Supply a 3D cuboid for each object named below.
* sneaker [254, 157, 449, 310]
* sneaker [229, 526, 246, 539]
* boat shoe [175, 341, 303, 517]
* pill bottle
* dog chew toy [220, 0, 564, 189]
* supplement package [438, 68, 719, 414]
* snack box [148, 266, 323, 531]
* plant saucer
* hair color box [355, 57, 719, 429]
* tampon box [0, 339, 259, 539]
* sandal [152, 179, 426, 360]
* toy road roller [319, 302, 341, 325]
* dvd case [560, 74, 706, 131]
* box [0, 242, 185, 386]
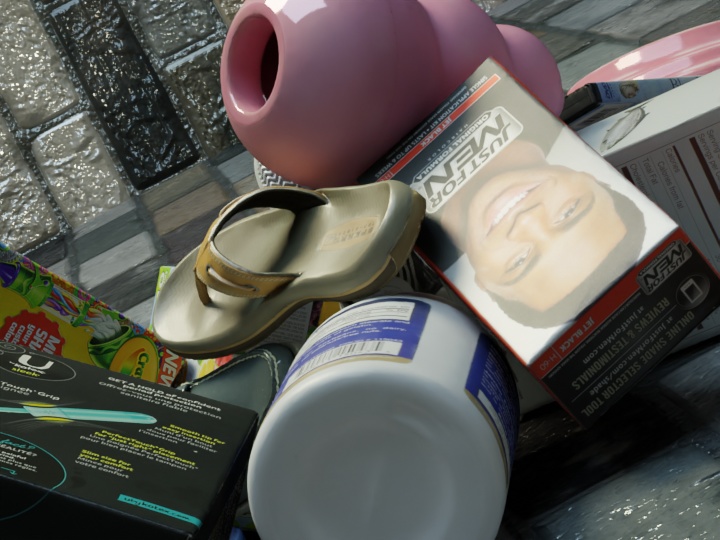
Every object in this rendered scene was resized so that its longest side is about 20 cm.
[{"bbox_3d":[0.000,0.000,1.573,0.075,0.200,0.115,-42,8,-16],"label":"sneaker"},{"bbox_3d":[-0.157,0.168,1.418,0.200,0.088,0.075,-27,7,-8],"label":"sneaker"},{"bbox_3d":[-0.098,0.101,1.453,0.062,0.073,0.200,12,-39,-38],"label":"boat shoe"},{"bbox_3d":[0.017,0.077,1.321,0.119,0.120,0.200,-25,9,12],"label":"pill bottle"},{"bbox_3d":[0.026,-0.102,1.482,0.200,0.125,0.124,4,-10,-33],"label":"dog chew toy"},{"bbox_3d":[0.154,-0.022,1.481,0.200,0.118,0.117,-24,9,20],"label":"supplement package"},{"bbox_3d":[-0.084,0.072,1.585,0.053,0.143,0.200,13,-3,-18],"label":"snack box"},{"bbox_3d":[0.221,-0.125,1.880,0.200,0.051,0.201,-18,-9,-3],"label":"plant saucer"},{"bbox_3d":[0.088,-0.018,1.359,0.101,0.061,0.200,-43,39,0],"label":"hair color box"},{"bbox_3d":[-0.145,0.130,1.284,0.149,0.127,0.200,16,14,3],"label":"tampon box"},{"bbox_3d":[-0.047,-0.010,1.401,0.200,0.054,0.081,-19,48,48],"label":"sandal"},{"bbox_3d":[0.006,0.031,1.703,0.200,0.146,0.123,-66,16,-5],"label":"toy road roller"},{"bbox_3d":[0.173,-0.092,1.765,0.200,0.018,0.143,-7,-15,-41],"label":"dvd case"},{"bbox_3d":[-0.238,0.082,1.563,0.200,0.192,0.122,-61,15,-5],"label":"box"}]
